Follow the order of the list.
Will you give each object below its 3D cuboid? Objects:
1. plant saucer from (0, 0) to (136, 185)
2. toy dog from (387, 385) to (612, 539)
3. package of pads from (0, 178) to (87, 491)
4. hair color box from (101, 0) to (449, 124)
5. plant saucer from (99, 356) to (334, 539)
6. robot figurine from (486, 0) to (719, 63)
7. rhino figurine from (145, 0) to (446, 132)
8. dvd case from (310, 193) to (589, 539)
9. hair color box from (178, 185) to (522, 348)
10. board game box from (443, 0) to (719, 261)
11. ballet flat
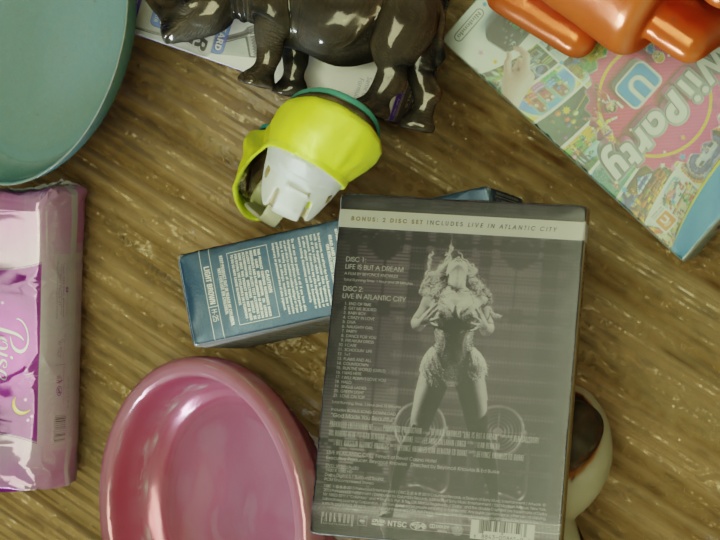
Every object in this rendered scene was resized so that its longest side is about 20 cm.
[{"bbox_3d":[-0.205,-0.152,1.483,0.200,0.027,0.201,-8,78,41],"label":"plant saucer"},{"bbox_3d":[0.095,0.162,1.396,0.193,0.140,0.201,6,92,8],"label":"toy dog"},{"bbox_3d":[-0.241,0.040,1.509,0.120,0.076,0.201,2,92,16],"label":"package of pads"},{"bbox_3d":[-0.050,-0.174,1.463,0.199,0.065,0.110,19,95,12],"label":"hair color box"},{"bbox_3d":[-0.084,0.152,1.449,0.200,0.051,0.201,5,96,46],"label":"plant saucer"},{"bbox_3d":[0.134,-0.203,1.325,0.200,0.144,0.117,38,71,12],"label":"robot figurine"},{"bbox_3d":[-0.040,-0.149,1.399,0.199,0.060,0.088,16,92,15],"label":"rhino figurine"},{"bbox_3d":[0.051,0.058,1.351,0.148,0.016,0.201,3,84,16],"label":"dvd case"},{"bbox_3d":[0.000,0.000,1.434,0.199,0.100,0.061,-12,85,14],"label":"hair color box"},{"bbox_3d":[0.173,-0.127,1.407,0.200,0.064,0.148,43,101,9],"label":"board game box"},{"bbox_3d":[-0.037,-0.059,1.398,0.067,0.200,0.067,29,80,-11],"label":"ballet flat"}]
